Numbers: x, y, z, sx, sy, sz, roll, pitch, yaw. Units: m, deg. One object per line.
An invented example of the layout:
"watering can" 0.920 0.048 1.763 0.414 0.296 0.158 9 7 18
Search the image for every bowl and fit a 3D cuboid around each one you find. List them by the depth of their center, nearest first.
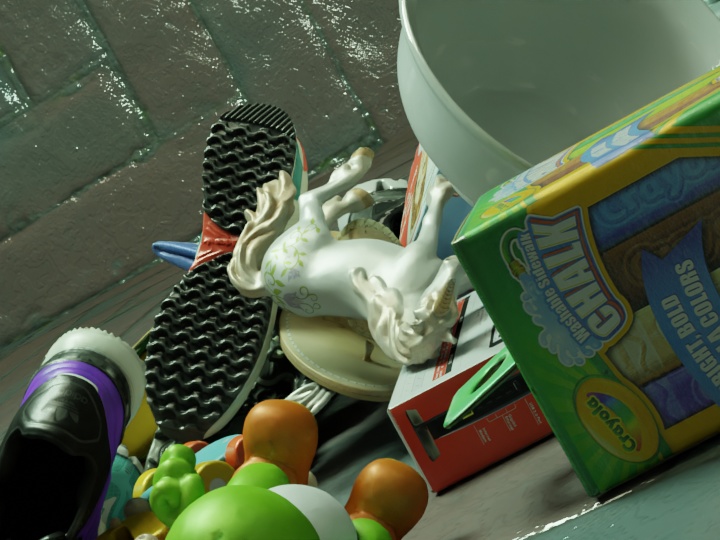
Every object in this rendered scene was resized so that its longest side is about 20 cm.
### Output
"bowl" 0.098 -0.083 1.077 0.201 0.201 0.091 -35 -19 -42

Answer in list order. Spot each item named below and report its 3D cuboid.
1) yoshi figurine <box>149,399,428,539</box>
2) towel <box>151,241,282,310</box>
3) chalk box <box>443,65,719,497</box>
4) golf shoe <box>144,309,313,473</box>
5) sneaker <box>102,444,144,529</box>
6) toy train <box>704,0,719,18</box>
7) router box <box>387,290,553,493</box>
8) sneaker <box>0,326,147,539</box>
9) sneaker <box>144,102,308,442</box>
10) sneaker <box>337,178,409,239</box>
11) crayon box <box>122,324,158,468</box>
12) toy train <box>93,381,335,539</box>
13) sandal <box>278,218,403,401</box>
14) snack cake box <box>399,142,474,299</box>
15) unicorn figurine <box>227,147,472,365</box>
"yoshi figurine" -0.030 0.109 0.832 0.112 0.113 0.200 -20 13 20
"towel" -0.030 0.004 1.370 0.146 0.024 0.200 20 9 23
"chalk box" 0.118 0.004 0.891 0.199 0.125 0.124 -28 6 11
"golf shoe" -0.072 0.104 1.269 0.088 0.077 0.200 -58 -8 36
"sneaker" -0.217 0.180 1.321 0.199 0.078 0.080 -33 25 10
"toy train" 0.240 -0.126 1.386 0.199 0.115 0.085 -27 6 18
"router box" 0.110 0.027 1.081 0.178 0.049 0.200 -28 7 11
"sneaker" -0.172 0.132 1.101 0.100 0.069 0.201 -68 -4 -56
"sneaker" -0.067 0.009 1.228 0.070 0.202 0.093 8 -15 17
"sneaker" 0.086 -0.028 1.426 0.198 0.067 0.091 -5 22 -5
"crayon box" -0.116 0.075 1.392 0.127 0.051 0.200 -43 -10 19
"toy train" -0.066 0.128 1.074 0.149 0.056 0.200 -25 10 16
"sandal" -0.006 -0.001 1.205 0.077 0.070 0.212 8 20 -7
"snack cake box" 0.069 -0.057 1.238 0.201 0.066 0.116 107 172 -58
"unicorn figurine" 0.014 -0.003 1.105 0.199 0.074 0.138 -6 36 39
